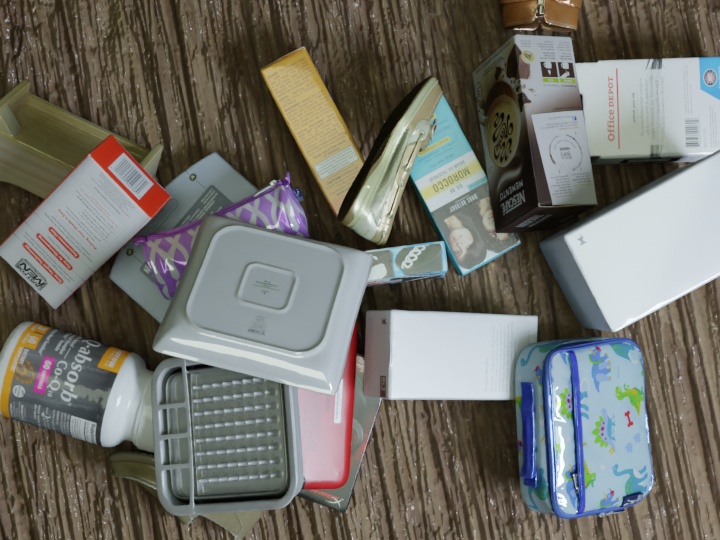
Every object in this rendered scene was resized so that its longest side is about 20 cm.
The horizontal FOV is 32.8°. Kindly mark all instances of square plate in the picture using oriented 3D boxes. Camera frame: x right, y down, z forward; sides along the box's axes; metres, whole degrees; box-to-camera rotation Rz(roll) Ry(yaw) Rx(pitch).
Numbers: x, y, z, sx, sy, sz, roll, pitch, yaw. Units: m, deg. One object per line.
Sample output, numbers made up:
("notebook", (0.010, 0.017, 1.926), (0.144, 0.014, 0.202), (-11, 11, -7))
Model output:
("square plate", (-0.098, 0.026, 1.300), (0.198, 0.029, 0.199), (13, 49, 3))

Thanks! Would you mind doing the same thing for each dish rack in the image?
("dish rack", (-0.140, 0.174, 1.326), (0.198, 0.043, 0.174), (-10, 79, 35))

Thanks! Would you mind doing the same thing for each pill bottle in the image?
("pill bottle", (-0.318, 0.140, 1.428), (0.198, 0.116, 0.118), (16, 88, 2))

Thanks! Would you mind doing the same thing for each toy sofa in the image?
("toy sofa", (-0.344, -0.134, 1.457), (0.198, 0.083, 0.098), (25, 129, 2))

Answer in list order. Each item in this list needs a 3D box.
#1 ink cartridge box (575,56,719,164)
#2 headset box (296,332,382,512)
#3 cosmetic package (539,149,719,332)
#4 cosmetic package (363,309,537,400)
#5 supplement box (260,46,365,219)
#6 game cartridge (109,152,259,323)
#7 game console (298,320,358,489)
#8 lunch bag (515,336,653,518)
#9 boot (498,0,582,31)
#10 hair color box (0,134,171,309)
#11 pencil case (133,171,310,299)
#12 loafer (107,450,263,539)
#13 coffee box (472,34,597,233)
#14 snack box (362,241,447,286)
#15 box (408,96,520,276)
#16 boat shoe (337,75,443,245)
("ink cartridge box", (0.334, -0.188, 1.450), (0.198, 0.068, 0.117), (-1, 87, 1))
("headset box", (-0.053, 0.162, 1.441), (0.147, 0.077, 0.202), (19, 90, 2))
("cosmetic package", (0.326, -0.029, 1.378), (0.198, 0.200, 0.124), (-28, 87, 1))
("cosmetic package", (0.104, 0.097, 1.400), (0.198, 0.074, 0.103), (5, 86, -26))
("supplement box", (-0.046, -0.162, 1.459), (0.068, 0.067, 0.201), (-30, 88, 0))
("game cartridge", (-0.203, -0.036, 1.474), (0.133, 0.042, 0.200), (41, 89, 7))
("game console", (-0.105, 0.142, 1.397), (0.171, 0.118, 0.202), (4, 88, -28))
("lunch bag", (0.253, 0.179, 1.399), (0.159, 0.082, 0.203), (-1, 88, -31))
("boot", (0.257, -0.365, 1.460), (0.198, 0.074, 0.157), (-2, 86, 13))
("hair color box", (-0.321, -0.053, 1.408), (0.199, 0.061, 0.102), (-37, 102, 31))
("pencil case", (-0.154, -0.038, 1.412), (0.198, 0.084, 0.086), (-25, 122, -1))
("loafer", (-0.208, 0.263, 1.440), (0.198, 0.076, 0.068), (18, 82, 2))
("coffee box", (0.198, -0.154, 1.406), (0.079, 0.113, 0.202), (-2, 77, -22))
("snack box", (0.000, 0.000, 1.426), (0.198, 0.116, 0.038), (-7, 86, 1))
("box", (0.109, -0.100, 1.461), (0.082, 0.049, 0.201), (-28, 87, 0))
("boat shoe", (0.047, -0.128, 1.402), (0.063, 0.073, 0.202), (32, 77, -13))
